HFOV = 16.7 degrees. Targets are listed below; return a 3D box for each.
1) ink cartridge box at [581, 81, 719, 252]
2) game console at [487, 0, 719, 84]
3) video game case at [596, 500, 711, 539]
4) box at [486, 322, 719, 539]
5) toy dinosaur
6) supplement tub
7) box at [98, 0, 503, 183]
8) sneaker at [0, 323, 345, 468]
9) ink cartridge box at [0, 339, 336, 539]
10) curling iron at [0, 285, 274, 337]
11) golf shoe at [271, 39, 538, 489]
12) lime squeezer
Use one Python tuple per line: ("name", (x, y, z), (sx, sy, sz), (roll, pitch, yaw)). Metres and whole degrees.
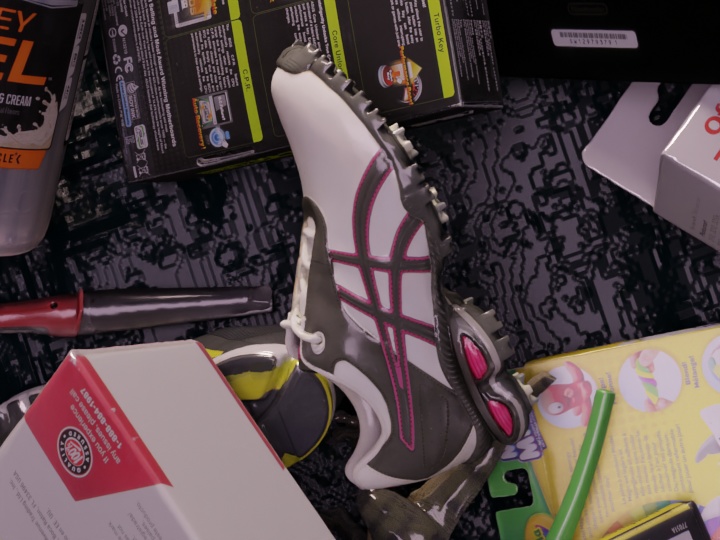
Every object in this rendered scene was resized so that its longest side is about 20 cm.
("ink cartridge box", (0.211, -0.053, 1.102), (0.200, 0.068, 0.115), (32, 74, 14))
("game console", (0.127, -0.186, 1.113), (0.200, 0.116, 0.176), (6, 120, 45))
("video game case", (0.108, 0.228, 1.078), (0.180, 0.025, 0.201), (-23, 89, -20))
("box", (0.158, 0.085, 1.142), (0.199, 0.048, 0.118), (-11, 88, 5))
("toy dinosaur", (0.011, 0.117, 1.141), (0.088, 0.047, 0.200), (33, 93, 36))
("supplement tub", (-0.185, -0.116, 1.136), (0.122, 0.123, 0.201), (15, 102, 7))
("box", (-0.039, -0.154, 1.137), (0.193, 0.047, 0.201), (-12, 87, 30))
("sneaker", (-0.086, 0.072, 1.165), (0.199, 0.085, 0.075), (-11, 102, 28))
("ink cartridge box", (-0.113, 0.150, 1.087), (0.145, 0.083, 0.200), (53, 122, 22))
("curling iron", (-0.141, 0.011, 1.192), (0.199, 0.026, 0.050), (3, 92, 7))
("golf shoe", (0.000, 0.000, 1.059), (0.088, 0.077, 0.200), (-27, 99, -6))
("lime squeezer", (0.065, 0.144, 1.128), (0.200, 0.038, 0.071), (-46, 41, 23))
